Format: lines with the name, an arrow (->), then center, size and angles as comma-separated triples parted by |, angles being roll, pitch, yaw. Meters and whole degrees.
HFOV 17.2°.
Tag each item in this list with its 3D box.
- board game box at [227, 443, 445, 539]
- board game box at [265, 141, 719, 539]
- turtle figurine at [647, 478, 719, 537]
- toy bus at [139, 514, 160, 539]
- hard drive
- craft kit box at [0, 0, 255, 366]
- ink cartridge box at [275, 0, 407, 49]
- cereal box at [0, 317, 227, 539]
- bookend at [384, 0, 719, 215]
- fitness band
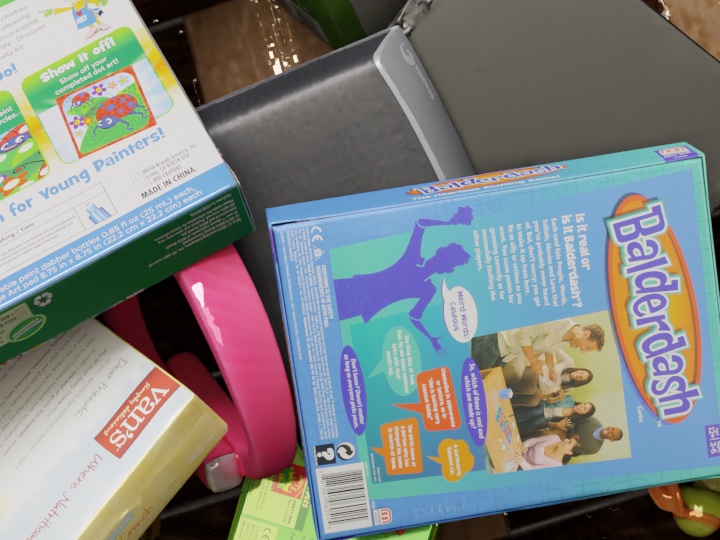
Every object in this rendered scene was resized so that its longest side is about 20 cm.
board game box -> -0.022, 0.166, 1.191 | 0.101, 0.048, 0.201 | 16, 86, 7
board game box -> 0.066, 0.033, 1.087 | 0.199, 0.045, 0.153 | -8, 101, -3
turtle figurine -> 0.179, 0.063, 1.172 | 0.199, 0.064, 0.162 | 22, 86, 8
toy bus -> -0.138, 0.184, 1.184 | 0.065, 0.078, 0.201 | 1, 81, 6
hard drive -> 0.000, 0.000, 1.130 | 0.134, 0.042, 0.201 | -21, 99, 8
craft kit box -> -0.178, -0.051, 1.097 | 0.199, 0.049, 0.198 | -27, 59, -5
ink cartridge box -> 0.027, -0.213, 1.180 | 0.076, 0.148, 0.200 | 39, 88, 10
cereal box -> -0.173, 0.076, 1.126 | 0.200, 0.040, 0.144 | 34, 81, 39
bookend -> 0.085, -0.053, 1.183 | 0.200, 0.092, 0.199 | 37, 100, -2
fitness band -> -0.088, 0.022, 1.153 | 0.037, 0.200, 0.144 | -22, 124, -18
